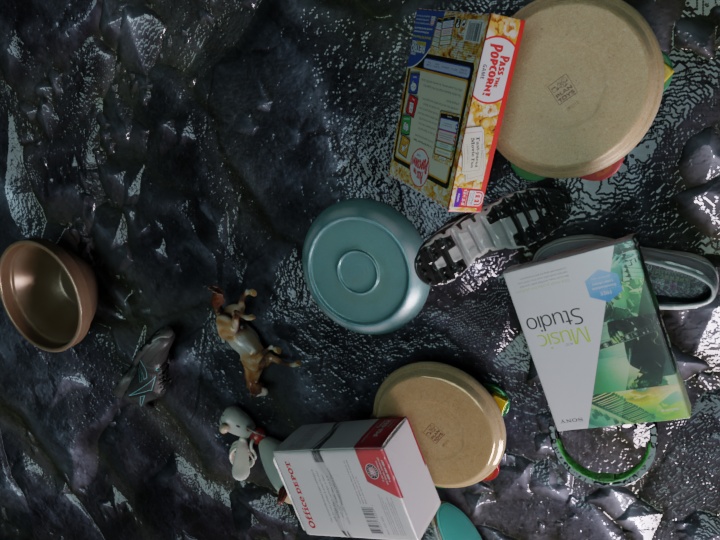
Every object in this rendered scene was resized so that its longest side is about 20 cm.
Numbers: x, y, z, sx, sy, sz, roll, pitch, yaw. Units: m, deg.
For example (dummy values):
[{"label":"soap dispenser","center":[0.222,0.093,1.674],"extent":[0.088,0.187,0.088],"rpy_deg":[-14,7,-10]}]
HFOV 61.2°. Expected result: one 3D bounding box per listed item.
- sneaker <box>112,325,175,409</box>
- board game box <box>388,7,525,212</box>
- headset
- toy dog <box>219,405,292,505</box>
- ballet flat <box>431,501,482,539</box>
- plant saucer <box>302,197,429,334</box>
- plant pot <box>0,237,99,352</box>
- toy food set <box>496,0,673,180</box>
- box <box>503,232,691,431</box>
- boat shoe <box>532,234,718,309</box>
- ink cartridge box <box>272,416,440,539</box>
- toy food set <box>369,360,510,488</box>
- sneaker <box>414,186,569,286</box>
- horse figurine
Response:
[{"label":"sneaker","center":[-0.358,0.170,1.059],"extent":[0.079,0.075,0.200],"rpy_deg":[38,125,-5]},{"label":"board game box","center":[0.099,-0.184,0.689],"extent":[0.152,0.046,0.201],"rpy_deg":[-135,50,-56]},{"label":"headset","center":[0.285,0.161,0.730],"extent":[0.123,0.094,0.201],"rpy_deg":[-6,87,26]},{"label":"toy dog","center":[-0.157,0.308,0.983],"extent":[0.199,0.096,0.133],"rpy_deg":[14,111,20]},{"label":"ballet flat","center":[0.162,0.430,0.891],"extent":[0.200,0.072,0.072],"rpy_deg":[49,119,5]},{"label":"plant saucer","center":[0.000,0.000,0.854],"extent":[0.199,0.027,0.201],"rpy_deg":[8,109,24]},{"label":"plant pot","center":[-0.531,0.034,1.075],"extent":[0.200,0.093,0.202],"rpy_deg":[8,109,24]},{"label":"toy food set","center":[0.223,-0.195,0.665],"extent":[0.198,0.049,0.200],"rpy_deg":[44,117,10]},{"label":"box","center":[0.257,0.074,0.670],"extent":[0.144,0.036,0.201],"rpy_deg":[-17,97,34]},{"label":"boat shoe","center":[0.294,0.003,0.690],"extent":[0.200,0.071,0.070],"rpy_deg":[7,109,23]},{"label":"ink cartridge box","center":[-0.008,0.295,0.868],"extent":[0.199,0.083,0.147],"rpy_deg":[-13,103,35]},{"label":"toy food set","center":[0.110,0.219,0.857],"extent":[0.197,0.049,0.201],"rpy_deg":[24,114,16]},{"label":"sneaker","center":[0.152,-0.051,0.743],"extent":[0.199,0.091,0.067],"rpy_deg":[-27,104,4]},{"label":"horse figurine","center":[-0.176,0.104,0.948],"extent":[0.132,0.050,0.200],"rpy_deg":[-24,103,46]}]
